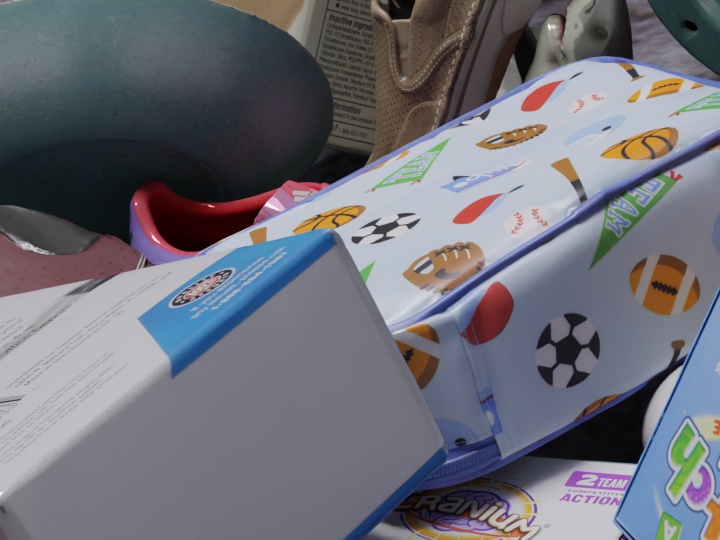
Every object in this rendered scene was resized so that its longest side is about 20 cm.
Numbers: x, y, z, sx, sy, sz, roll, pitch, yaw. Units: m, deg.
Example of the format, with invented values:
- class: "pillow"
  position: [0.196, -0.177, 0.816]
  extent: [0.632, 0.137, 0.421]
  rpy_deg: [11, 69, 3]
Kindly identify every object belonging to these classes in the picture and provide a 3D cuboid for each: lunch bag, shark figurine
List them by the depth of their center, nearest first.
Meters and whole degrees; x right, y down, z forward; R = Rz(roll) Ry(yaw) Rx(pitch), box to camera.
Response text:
- class: "lunch bag"
  position: [0.050, -0.006, 0.879]
  extent: [0.200, 0.076, 0.160]
  rpy_deg: [-26, 21, -23]
- class: "shark figurine"
  position: [0.094, -0.061, 1.095]
  extent: [0.089, 0.129, 0.214]
  rpy_deg: [10, 6, -6]

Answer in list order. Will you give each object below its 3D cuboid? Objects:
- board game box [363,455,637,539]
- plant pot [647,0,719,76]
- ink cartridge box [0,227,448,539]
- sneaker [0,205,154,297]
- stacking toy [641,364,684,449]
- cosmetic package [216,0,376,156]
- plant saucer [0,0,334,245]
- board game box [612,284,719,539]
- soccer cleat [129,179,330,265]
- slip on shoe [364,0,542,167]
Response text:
- class: "board game box"
  position: [-0.007, 0.121, 0.776]
  extent: [0.153, 0.040, 0.200]
  rpy_deg: [3, 30, 32]
- class: "plant pot"
  position: [0.205, -0.165, 1.097]
  extent: [0.200, 0.201, 0.161]
  rpy_deg: [10, 44, 41]
- class: "ink cartridge box"
  position: [-0.096, 0.068, 0.787]
  extent: [0.200, 0.084, 0.145]
  rpy_deg: [-10, 23, 49]
- class: "sneaker"
  position: [-0.154, 0.038, 0.956]
  extent: [0.200, 0.076, 0.116]
  rpy_deg: [-20, 47, -31]
- class: "stacking toy"
  position: [0.173, 0.042, 0.778]
  extent: [0.200, 0.146, 0.146]
  rpy_deg: [-15, 20, 37]
- class: "cosmetic package"
  position: [0.000, -0.153, 1.133]
  extent: [0.105, 0.201, 0.071]
  rpy_deg: [12, 3, -44]
- class: "plant saucer"
  position: [-0.108, -0.040, 1.046]
  extent: [0.200, 0.201, 0.039]
  rpy_deg: [-11, 61, 6]
- class: "board game box"
  position: [0.154, 0.025, 0.689]
  extent: [0.037, 0.200, 0.151]
  rpy_deg: [9, 24, -34]
- class: "soccer cleat"
  position: [0.000, 0.000, 0.986]
  extent: [0.199, 0.073, 0.068]
  rpy_deg: [-1, 28, 27]
- class: "slip on shoe"
  position: [0.031, -0.097, 1.038]
  extent: [0.060, 0.200, 0.076]
  rpy_deg: [19, 41, -10]
